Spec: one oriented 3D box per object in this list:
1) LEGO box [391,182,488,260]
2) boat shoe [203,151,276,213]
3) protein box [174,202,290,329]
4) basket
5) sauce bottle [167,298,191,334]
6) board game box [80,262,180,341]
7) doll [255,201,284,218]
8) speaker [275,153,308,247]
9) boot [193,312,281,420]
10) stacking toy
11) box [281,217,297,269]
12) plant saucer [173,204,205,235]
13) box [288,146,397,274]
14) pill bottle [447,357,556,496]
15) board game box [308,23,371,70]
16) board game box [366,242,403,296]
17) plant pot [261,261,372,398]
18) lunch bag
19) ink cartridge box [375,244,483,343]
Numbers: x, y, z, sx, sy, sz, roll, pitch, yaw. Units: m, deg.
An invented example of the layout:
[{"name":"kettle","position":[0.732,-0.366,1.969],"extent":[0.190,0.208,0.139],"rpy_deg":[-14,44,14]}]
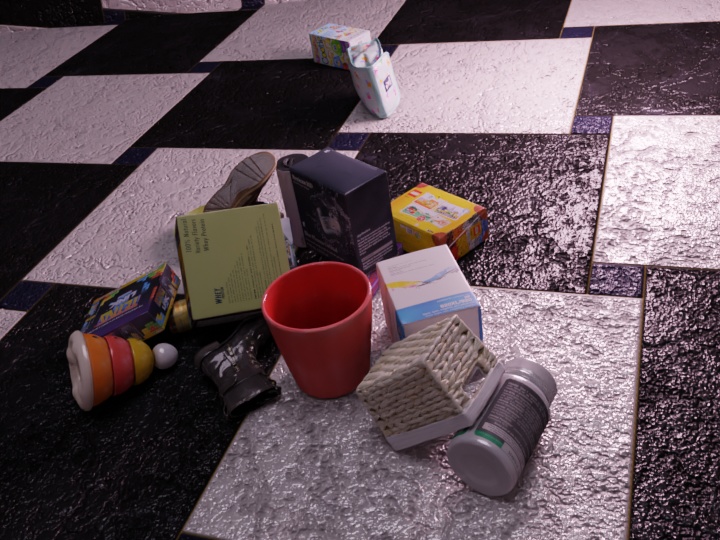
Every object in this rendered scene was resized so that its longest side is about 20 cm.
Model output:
[{"name":"LEGO box","position":[0.156,-0.102,1.750],"extent":[0.148,0.078,0.199],"rpy_deg":[-32,40,-28]},{"name":"boat shoe","position":[-0.253,-0.170,1.731],"extent":[0.072,0.072,0.201],"rpy_deg":[37,81,18]},{"name":"protein box","position":[-0.248,-0.007,1.566],"extent":[0.196,0.203,0.135],"rpy_deg":[-9,-9,-16]},{"name":"basket","position":[0.103,0.175,1.255],"extent":[0.199,0.124,0.136],"rpy_deg":[-33,10,48]},{"name":"sauce bottle","position":[-0.300,0.073,1.643],"extent":[0.197,0.067,0.066],"rpy_deg":[-18,35,-12]},{"name":"board game box","position":[-0.469,0.089,1.615],"extent":[0.197,0.057,0.166],"rpy_deg":[-26,30,17]},{"name":"doll","position":[-0.227,-0.096,1.770],"extent":[0.134,0.049,0.203],"rpy_deg":[-13,70,-27]},{"name":"speaker","position":[-0.135,-0.157,1.798],"extent":[0.079,0.203,0.082],"rpy_deg":[-7,35,5]},{"name":"boot","position":[-0.196,0.178,1.478],"extent":[0.198,0.070,0.174],"rpy_deg":[-33,46,-22]},{"name":"stacking toy","position":[-0.442,0.174,1.515],"extent":[0.197,0.149,0.146],"rpy_deg":[-8,30,-30]},{"name":"box","position":[-0.237,-0.033,1.694],"extent":[0.196,0.038,0.139],"rpy_deg":[-6,69,-13]},{"name":"plant saucer","position":[-0.350,-0.103,1.933],"extent":[0.196,0.032,0.202],"rpy_deg":[-7,36,5]},{"name":"box","position":[-0.035,-0.124,1.682],"extent":[0.116,0.203,0.195],"rpy_deg":[-31,38,-28]},{"name":"pill bottle","position":[0.222,0.233,1.230],"extent":[0.111,0.115,0.200],"rpy_deg":[13,42,31]},{"name":"board game box","position":[-0.065,-0.752,2.704],"extent":[0.104,0.104,0.198],"rpy_deg":[-35,42,-31]},{"name":"board game box","position":[0.000,0.000,1.697],"extent":[0.118,0.033,0.201],"rpy_deg":[12,40,22]},{"name":"plant pot","position":[-0.063,0.112,1.422],"extent":[0.196,0.180,0.202],"rpy_deg":[-8,35,5]},{"name":"lunch bag","position":[0.040,-0.555,2.338],"extent":[0.120,0.172,0.201],"rpy_deg":[-18,35,2]},{"name":"ink cartridge box","position":[0.123,0.078,1.445],"extent":[0.142,0.149,0.201],"rpy_deg":[-14,35,-5]}]
